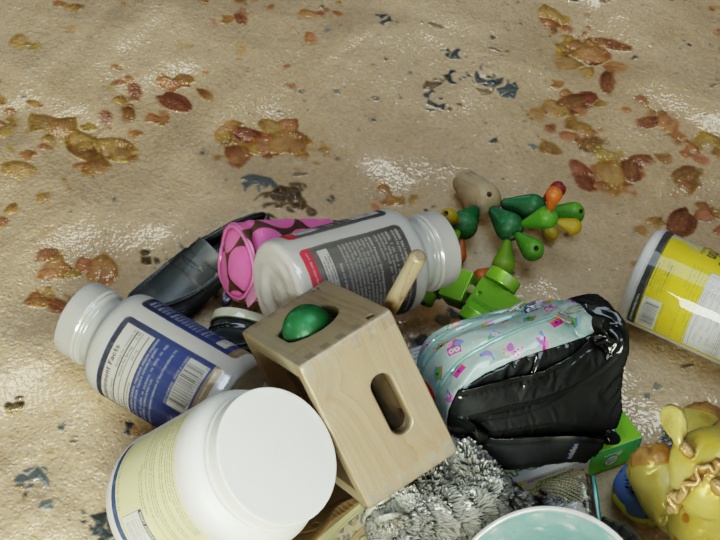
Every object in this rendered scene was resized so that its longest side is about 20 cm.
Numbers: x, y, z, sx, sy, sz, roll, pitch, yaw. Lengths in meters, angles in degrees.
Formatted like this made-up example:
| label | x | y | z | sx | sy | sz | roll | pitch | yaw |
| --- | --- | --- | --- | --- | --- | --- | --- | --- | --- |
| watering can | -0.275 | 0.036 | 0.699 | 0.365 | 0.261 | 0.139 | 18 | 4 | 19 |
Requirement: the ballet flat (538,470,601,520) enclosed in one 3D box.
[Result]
| label | x | y | z | sx | sy | sz | roll | pitch | yaw |
| --- | --- | --- | --- | --- | --- | --- | --- | --- | --- |
| ballet flat | 0.212 | 0.288 | 1.525 | 0.075 | 0.068 | 0.201 | -15 | 60 | 2 |

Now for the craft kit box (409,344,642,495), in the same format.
| label | x | y | z | sx | sy | sz | roll | pitch | yaw |
| --- | --- | --- | --- | --- | --- | --- | --- | --- | --- |
| craft kit box | 0.158 | 0.143 | 1.675 | 0.199 | 0.049 | 0.198 | -16 | 54 | -23 |

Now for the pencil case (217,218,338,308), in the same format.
| label | x | y | z | sx | sy | sz | roll | pitch | yaw |
| --- | --- | --- | --- | --- | --- | --- | --- | --- | --- |
| pencil case | -0.055 | -0.007 | 1.728 | 0.199 | 0.091 | 0.094 | -5 | 44 | -34 |

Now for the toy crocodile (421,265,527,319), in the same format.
| label | x | y | z | sx | sy | sz | roll | pitch | yaw |
| --- | --- | --- | --- | --- | --- | --- | --- | --- | --- |
| toy crocodile | 0.112 | 0.022 | 1.730 | 0.199 | 0.062 | 0.068 | 26 | 81 | 30 |

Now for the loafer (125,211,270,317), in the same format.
| label | x | y | z | sx | sy | sz | roll | pitch | yaw |
| --- | --- | --- | --- | --- | --- | --- | --- | --- | --- |
| loafer | -0.175 | -0.004 | 1.740 | 0.200 | 0.071 | 0.068 | -32 | 55 | -33 |

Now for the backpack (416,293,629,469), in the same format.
| label | x | y | z | sx | sy | sz | roll | pitch | yaw |
| --- | --- | --- | --- | --- | --- | --- | --- | --- | --- |
| backpack | 0.156 | 0.112 | 1.584 | 0.199 | 0.168 | 0.127 | -14 | 30 | -18 |

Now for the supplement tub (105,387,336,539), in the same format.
| label | x | y | z | sx | sy | sz | roll | pitch | yaw |
| --- | --- | --- | --- | --- | --- | --- | --- | --- | --- |
| supplement tub | -0.126 | 0.192 | 1.444 | 0.144 | 0.200 | 0.146 | 16 | 62 | -31 |

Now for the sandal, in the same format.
| label | x | y | z | sx | sy | sz | roll | pitch | yaw |
| --- | --- | --- | --- | --- | --- | --- | --- | --- | --- |
| sandal | 0.340 | 0.191 | 1.628 | 0.199 | 0.087 | 0.080 | -23 | 55 | -26 |

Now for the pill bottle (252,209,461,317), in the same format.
| label | x | y | z | sx | sy | sz | roll | pitch | yaw |
| --- | --- | --- | --- | --- | --- | --- | --- | --- | --- |
| pill bottle | 0.000 | 0.000 | 1.642 | 0.199 | 0.111 | 0.111 | -16 | 51 | -27 |

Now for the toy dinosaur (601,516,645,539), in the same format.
| label | x | y | z | sx | sy | sz | roll | pitch | yaw |
| --- | --- | --- | --- | --- | --- | --- | --- | --- | --- |
| toy dinosaur | 0.298 | 0.304 | 1.538 | 0.088 | 0.048 | 0.200 | -6 | 42 | -8 |

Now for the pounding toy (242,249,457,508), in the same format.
| label | x | y | z | sx | sy | sz | roll | pitch | yaw |
| --- | --- | --- | --- | --- | --- | --- | --- | --- | --- |
| pounding toy | 0.001 | 0.086 | 1.484 | 0.142 | 0.201 | 0.184 | -31 | 21 | -16 |

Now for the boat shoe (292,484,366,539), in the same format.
| label | x | y | z | sx | sy | sz | roll | pitch | yaw |
| --- | --- | --- | --- | --- | --- | --- | --- | --- | --- |
| boat shoe | -0.019 | 0.241 | 1.546 | 0.073 | 0.063 | 0.200 | 14 | 36 | 43 |

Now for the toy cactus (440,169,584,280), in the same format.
| label | x | y | z | sx | sy | sz | roll | pitch | yaw |
| --- | --- | --- | --- | --- | --- | --- | --- | --- | --- |
| toy cactus | 0.156 | -0.068 | 1.855 | 0.199 | 0.103 | 0.165 | -23 | 43 | -16 |

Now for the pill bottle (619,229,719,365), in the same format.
| label | x | y | z | sx | sy | sz | roll | pitch | yaw |
| --- | --- | --- | --- | --- | --- | --- | --- | --- | --- |
| pill bottle | 0.394 | 0.042 | 1.761 | 0.199 | 0.112 | 0.112 | 25 | 47 | 14 |

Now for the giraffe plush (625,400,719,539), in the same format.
| label | x | y | z | sx | sy | sz | roll | pitch | yaw |
| --- | --- | --- | --- | --- | --- | --- | --- | --- | --- |
| giraffe plush | 0.326 | 0.191 | 1.482 | 0.172 | 0.162 | 0.200 | 25 | 62 | 20 |

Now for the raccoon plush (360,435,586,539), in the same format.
| label | x | y | z | sx | sy | sz | roll | pitch | yaw |
| --- | --- | --- | --- | --- | --- | --- | --- | --- | --- |
| raccoon plush | 0.097 | 0.229 | 1.479 | 0.199 | 0.097 | 0.134 | 5 | 31 | 23 |

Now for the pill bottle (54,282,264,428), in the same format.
| label | x | y | z | sx | sy | sz | roll | pitch | yaw |
| --- | --- | --- | --- | --- | --- | --- | --- | --- | --- |
| pill bottle | -0.205 | 0.093 | 1.613 | 0.199 | 0.111 | 0.111 | 28 | 48 | 17 |

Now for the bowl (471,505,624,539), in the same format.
| label | x | y | z | sx | sy | sz | roll | pitch | yaw |
| --- | --- | --- | --- | --- | --- | --- | --- | --- | --- |
| bowl | 0.180 | 0.317 | 1.433 | 0.200 | 0.105 | 0.202 | -8 | 72 | 25 |

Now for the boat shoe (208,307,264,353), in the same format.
| label | x | y | z | sx | sy | sz | roll | pitch | yaw |
| --- | --- | --- | --- | --- | --- | --- | --- | --- | --- |
| boat shoe | -0.067 | 0.095 | 1.663 | 0.198 | 0.075 | 0.066 | 17 | 55 | 0 |
